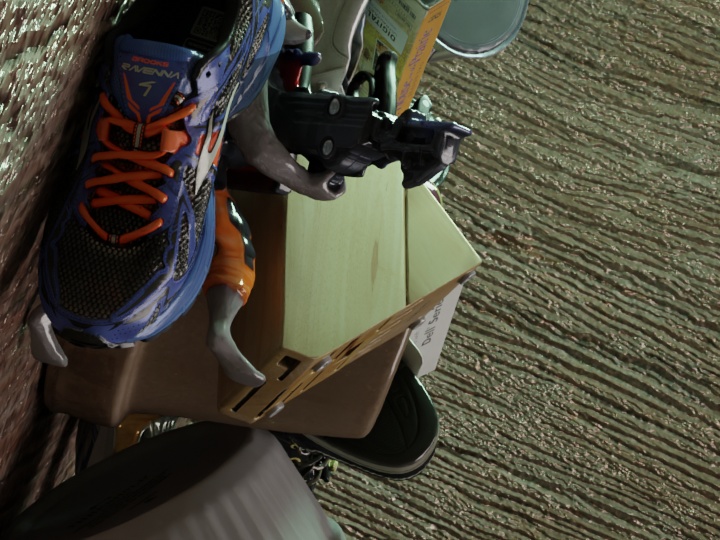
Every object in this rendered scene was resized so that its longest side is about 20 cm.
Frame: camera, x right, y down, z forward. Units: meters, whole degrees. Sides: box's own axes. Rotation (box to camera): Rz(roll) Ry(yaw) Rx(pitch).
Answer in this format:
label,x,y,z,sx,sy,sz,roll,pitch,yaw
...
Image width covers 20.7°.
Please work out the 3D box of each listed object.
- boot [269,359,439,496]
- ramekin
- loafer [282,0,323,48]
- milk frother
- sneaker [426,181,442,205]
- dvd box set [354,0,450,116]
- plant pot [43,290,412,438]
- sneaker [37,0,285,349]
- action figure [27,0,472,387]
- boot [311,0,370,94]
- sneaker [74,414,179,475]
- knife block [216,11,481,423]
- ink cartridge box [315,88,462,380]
label,x,y,z,sx,sy,sz,roll,pitch,yaw
boot,-0.026,0.097,1.212,0.073,0.203,0.154,-47,146,-25
ramekin,-0.113,0.160,1.110,0.202,0.202,0.094,-73,140,-74
loafer,-0.050,-0.151,1.069,0.200,0.071,0.073,115,-5,-74
milk frother,0.050,-0.165,1.530,0.188,0.200,0.181,-3,-115,55
sneaker,-0.042,-0.025,1.358,0.090,0.200,0.075,-62,141,-82
dvd box set,-0.015,-0.170,1.353,0.029,0.146,0.200,-32,160,-29
plant pot,-0.058,0.011,1.078,0.200,0.174,0.200,21,90,-90
sneaker,-0.088,-0.062,0.815,0.078,0.075,0.200,80,23,-65
action figure,-0.059,-0.049,0.882,0.105,0.200,0.194,31,65,-46
boot,-0.054,-0.116,1.269,0.074,0.095,0.200,-72,-177,-72
sneaker,-0.154,0.085,1.288,0.088,0.075,0.200,10,-93,59
knife block,-0.034,-0.040,0.975,0.200,0.176,0.064,-29,168,-46
ink cartridge box,0.000,0.000,1.229,0.067,0.200,0.117,-23,152,-25
